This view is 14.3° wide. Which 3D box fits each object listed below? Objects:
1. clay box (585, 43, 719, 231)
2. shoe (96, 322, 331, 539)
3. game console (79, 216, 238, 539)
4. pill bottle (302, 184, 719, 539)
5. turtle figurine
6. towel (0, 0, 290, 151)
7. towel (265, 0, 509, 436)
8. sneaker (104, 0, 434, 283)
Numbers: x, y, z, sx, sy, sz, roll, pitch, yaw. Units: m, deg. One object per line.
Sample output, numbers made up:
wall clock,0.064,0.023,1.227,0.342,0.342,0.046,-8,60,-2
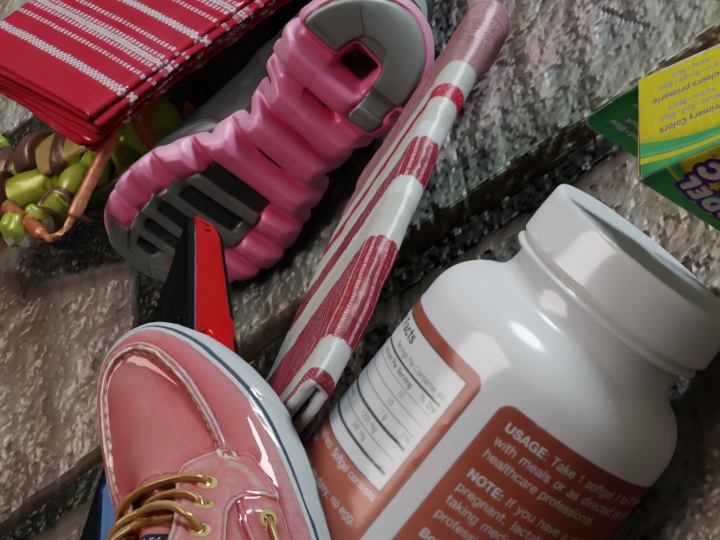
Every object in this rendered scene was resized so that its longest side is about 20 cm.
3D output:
clay box,0.187,-0.050,0.993,0.200,0.115,0.048,-25,51,38
shoe,-0.059,0.095,1.014,0.071,0.091,0.200,-38,60,19
game console,-0.091,0.101,1.192,0.177,0.031,0.200,-103,29,-56
pill bottle,0.046,0.070,1.077,0.200,0.112,0.112,-51,39,11
turtle figurine,-0.134,-0.061,1.404,0.161,0.064,0.200,-18,34,40
towel,-0.083,-0.135,1.362,0.200,0.023,0.145,-37,33,-17
towel,0.000,0.000,1.155,0.200,0.023,0.144,-65,5,-34
sneaker,-0.035,-0.070,1.307,0.200,0.079,0.095,-39,17,28
